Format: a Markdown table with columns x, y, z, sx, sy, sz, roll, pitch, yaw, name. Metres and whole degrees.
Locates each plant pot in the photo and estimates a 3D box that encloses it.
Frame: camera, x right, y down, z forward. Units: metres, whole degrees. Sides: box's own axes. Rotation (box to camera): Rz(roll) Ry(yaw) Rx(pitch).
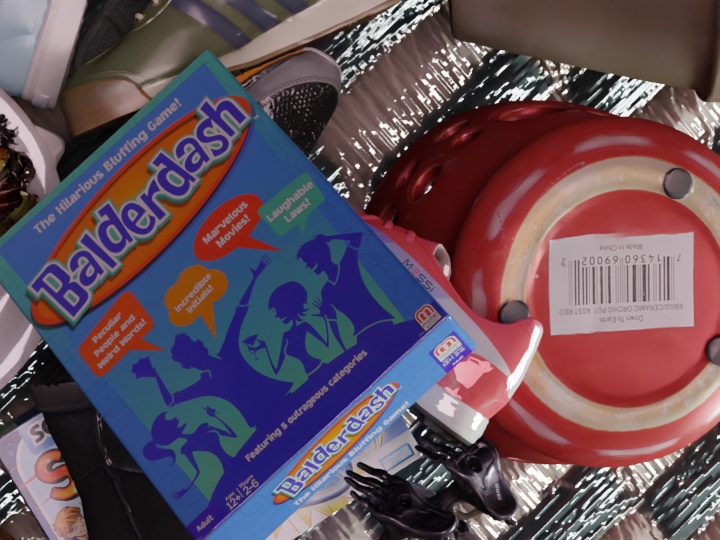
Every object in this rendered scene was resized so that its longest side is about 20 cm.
| x | y | z | sx | sy | sz | roll | pitch | yaw | name |
| --- | --- | --- | --- | --- | --- | --- | --- | --- | --- |
| 0.111 | 0.011 | 1.230 | 0.199 | 0.182 | 0.201 | -2 | 96 | -14 | plant pot |
| 0.132 | -0.185 | 1.233 | 0.173 | 0.200 | 0.201 | -2 | 94 | 3 | plant pot |

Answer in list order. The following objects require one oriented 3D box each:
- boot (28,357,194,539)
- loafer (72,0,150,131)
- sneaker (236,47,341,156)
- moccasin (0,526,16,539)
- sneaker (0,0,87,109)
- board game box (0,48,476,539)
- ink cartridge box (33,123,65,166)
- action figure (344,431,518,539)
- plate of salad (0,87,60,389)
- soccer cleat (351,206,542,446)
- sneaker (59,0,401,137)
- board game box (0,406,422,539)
| x | y | z | sx | sy | sz | roll | pitch | yaw | name |
| --- | --- | --- | --- | --- | --- | --- | --- | --- | --- |
| -0.067 | 0.131 | 1.167 | 0.066 | 0.164 | 0.201 | -40 | 118 | -54 | boot |
| -0.081 | -0.159 | 1.237 | 0.072 | 0.063 | 0.200 | 37 | 79 | 13 | loafer |
| -0.068 | -0.028 | 1.216 | 0.200 | 0.077 | 0.078 | -54 | 147 | -4 | sneaker |
| -0.219 | 0.146 | 1.154 | 0.074 | 0.078 | 0.202 | -40 | 138 | -4 | moccasin |
| -0.171 | -0.190 | 1.197 | 0.082 | 0.074 | 0.201 | 14 | 85 | -11 | sneaker |
| -0.066 | 0.014 | 1.077 | 0.152 | 0.045 | 0.200 | -43 | 59 | 0 | board game box |
| -0.257 | -0.059 | 1.183 | 0.199 | 0.067 | 0.117 | 24 | 87 | -15 | ink cartridge box |
| 0.026 | 0.168 | 1.253 | 0.119 | 0.102 | 0.201 | -30 | 146 | -32 | action figure |
| -0.240 | -0.015 | 1.129 | 0.199 | 0.048 | 0.201 | -1 | 92 | -17 | plate of salad |
| 0.000 | 0.000 | 1.131 | 0.200 | 0.068 | 0.073 | 40 | 90 | 21 | soccer cleat |
| -0.072 | -0.144 | 1.167 | 0.200 | 0.067 | 0.090 | -25 | 94 | -16 | sneaker |
| -0.084 | 0.095 | 1.256 | 0.200 | 0.034 | 0.136 | -33 | 101 | -11 | board game box |
